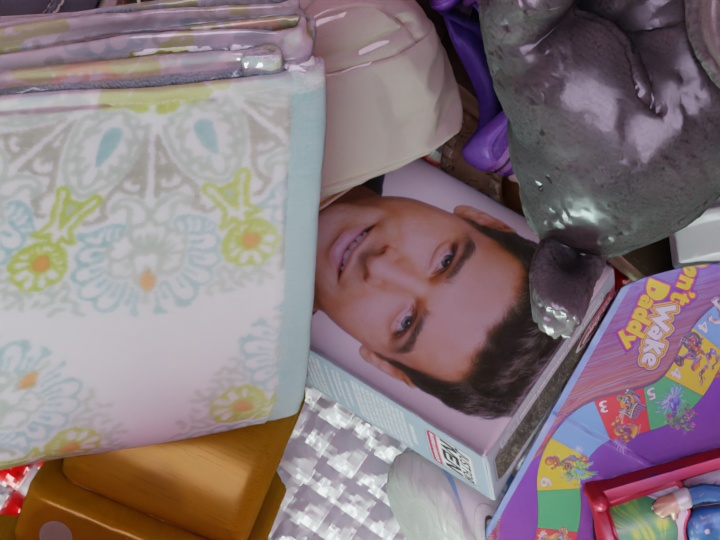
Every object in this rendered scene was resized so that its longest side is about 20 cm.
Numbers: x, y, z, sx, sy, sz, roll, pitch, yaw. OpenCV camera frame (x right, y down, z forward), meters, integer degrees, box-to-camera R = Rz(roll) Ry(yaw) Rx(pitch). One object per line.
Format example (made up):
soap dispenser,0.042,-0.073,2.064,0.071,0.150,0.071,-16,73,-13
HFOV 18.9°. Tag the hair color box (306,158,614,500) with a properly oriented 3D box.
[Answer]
hair color box,0.000,0.000,0.927,0.199,0.061,0.099,31,74,18

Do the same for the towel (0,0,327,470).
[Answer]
towel,-0.100,-0.010,0.804,0.170,0.048,0.201,-7,130,-15

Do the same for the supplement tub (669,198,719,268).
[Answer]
supplement tub,0.183,-0.106,0.917,0.144,0.145,0.201,-5,85,1

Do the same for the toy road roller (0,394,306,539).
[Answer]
toy road roller,-0.093,0.111,0.899,0.122,0.200,0.147,21,112,1

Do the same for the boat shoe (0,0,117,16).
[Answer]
boat shoe,-0.130,-0.151,0.831,0.072,0.062,0.201,-8,51,15

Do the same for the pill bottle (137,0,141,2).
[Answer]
pill bottle,-0.059,-0.188,0.943,0.199,0.112,0.113,-29,89,0

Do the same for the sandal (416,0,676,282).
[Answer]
sandal,0.058,-0.052,0.975,0.212,0.078,0.070,49,122,8

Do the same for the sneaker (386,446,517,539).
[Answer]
sneaker,0.079,0.158,0.962,0.072,0.072,0.201,-26,96,-25

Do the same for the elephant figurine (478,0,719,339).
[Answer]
elephant figurine,0.150,-0.087,0.788,0.199,0.142,0.156,-9,112,13

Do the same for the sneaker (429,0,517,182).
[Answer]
sneaker,0.068,-0.136,0.901,0.083,0.081,0.201,-1,83,-16

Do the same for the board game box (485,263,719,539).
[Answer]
board game box,0.149,0.098,0.895,0.157,0.039,0.201,29,95,-6

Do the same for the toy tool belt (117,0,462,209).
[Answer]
toy tool belt,-0.066,-0.077,0.884,0.199,0.123,0.125,-20,131,-3
